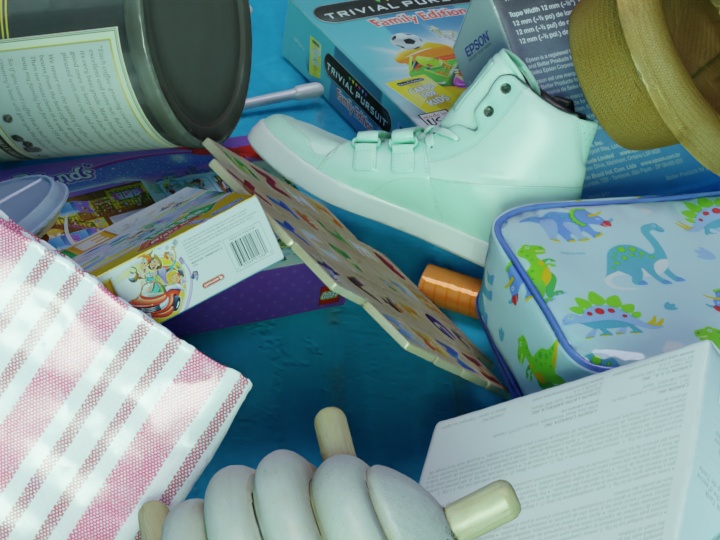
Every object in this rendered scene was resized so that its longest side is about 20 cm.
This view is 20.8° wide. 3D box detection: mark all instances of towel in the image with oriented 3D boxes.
[{"bbox_3d":[-0.162,0.058,0.858,0.199,0.147,0.030,35,-10,-14],"label":"towel"}]

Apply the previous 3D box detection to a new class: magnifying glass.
[{"bbox_3d":[0.129,0.034,1.113,0.198,0.023,0.080,16,35,11],"label":"magnifying glass"}]

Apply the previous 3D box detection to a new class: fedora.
[{"bbox_3d":[0.178,-0.127,1.136,0.081,0.202,0.201,-21,17,34],"label":"fedora"}]

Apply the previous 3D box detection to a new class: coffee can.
[{"bbox_3d":[-0.181,-0.136,1.124,0.198,0.148,0.147,-4,29,20],"label":"coffee can"}]

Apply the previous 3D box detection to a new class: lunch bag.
[{"bbox_3d":[0.169,0.025,1.049,0.198,0.083,0.161,-5,39,-20],"label":"lunch bag"}]

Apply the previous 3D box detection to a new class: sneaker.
[{"bbox_3d":[0.040,-0.081,1.136,0.199,0.119,0.074,21,9,9],"label":"sneaker"}]

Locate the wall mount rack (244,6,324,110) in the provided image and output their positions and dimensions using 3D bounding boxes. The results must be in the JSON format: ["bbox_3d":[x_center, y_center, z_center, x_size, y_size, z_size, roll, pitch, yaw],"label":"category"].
[{"bbox_3d":[-0.127,-0.155,1.292,0.173,0.075,0.200,27,17,-43],"label":"wall mount rack"}]

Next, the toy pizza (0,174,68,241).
[{"bbox_3d":[-0.233,0.010,0.988,0.199,0.032,0.200,-23,17,7],"label":"toy pizza"}]

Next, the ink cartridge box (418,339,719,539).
[{"bbox_3d":[0.087,0.134,0.868,0.161,0.050,0.201,-21,37,35],"label":"ink cartridge box"}]

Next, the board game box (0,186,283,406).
[{"bbox_3d":[-0.147,0.020,0.949,0.199,0.034,0.134,-28,12,-16],"label":"board game box"}]

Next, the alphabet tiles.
[{"bbox_3d":[0.000,0.000,1.024,0.166,0.006,0.200,45,8,29],"label":"alphabet tiles"}]

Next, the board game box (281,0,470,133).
[{"bbox_3d":[0.059,-0.128,1.310,0.150,0.047,0.200,-12,40,-28],"label":"board game box"}]

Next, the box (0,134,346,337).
[{"bbox_3d":[-0.122,-0.015,1.111,0.198,0.039,0.137,-10,39,-26],"label":"box"}]

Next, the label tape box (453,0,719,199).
[{"bbox_3d":[0.139,-0.129,1.220,0.142,0.066,0.202,-14,79,-30],"label":"label tape box"}]

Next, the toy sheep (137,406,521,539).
[{"bbox_3d":[-0.025,0.135,0.824,0.199,0.138,0.138,-32,36,9],"label":"toy sheep"}]
